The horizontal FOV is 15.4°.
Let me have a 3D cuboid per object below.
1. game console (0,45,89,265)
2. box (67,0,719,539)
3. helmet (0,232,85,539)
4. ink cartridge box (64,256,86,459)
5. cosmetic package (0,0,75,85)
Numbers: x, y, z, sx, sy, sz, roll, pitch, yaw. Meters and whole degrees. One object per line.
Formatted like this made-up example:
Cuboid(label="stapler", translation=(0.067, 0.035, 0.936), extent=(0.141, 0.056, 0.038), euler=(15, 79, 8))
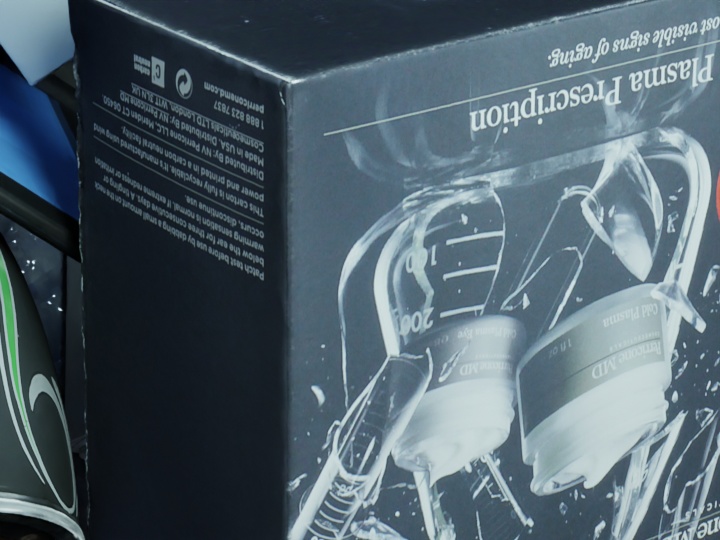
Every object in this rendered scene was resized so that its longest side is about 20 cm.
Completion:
Cuboid(label="game console", translation=(-0.117, -0.108, 0.775), extent=(0.200, 0.116, 0.177), euler=(34, 71, -34))
Cuboid(label="box", translation=(0.028, 0.002, 0.753), extent=(0.199, 0.104, 0.183), euler=(-16, 118, -35))
Cuboid(label="helmet", translation=(-0.183, 0.032, 0.749), extent=(0.199, 0.200, 0.191), euler=(-15, 62, -36))
Cuboid(label="ink cartridge box", translation=(-0.023, -0.032, 0.940), extent=(0.145, 0.084, 0.201), euler=(7, 74, -32))
Cuboid(label="cosmetic package", translation=(-0.084, -0.164, 0.798), extent=(0.151, 0.052, 0.200), euler=(52, 34, -9))
